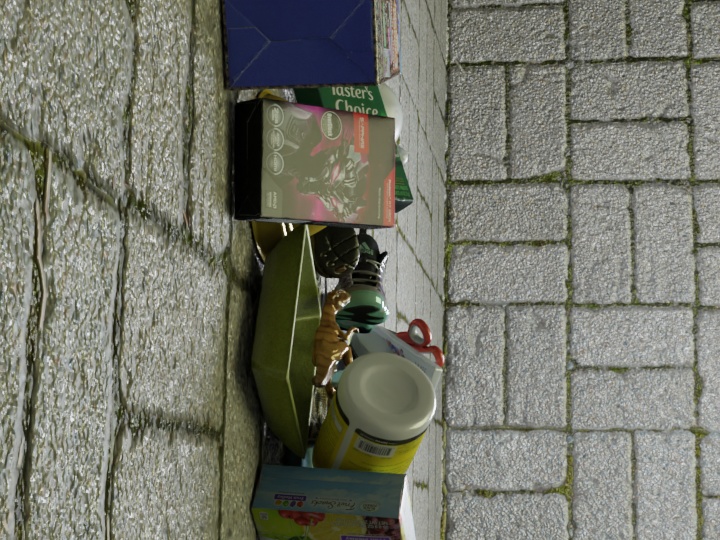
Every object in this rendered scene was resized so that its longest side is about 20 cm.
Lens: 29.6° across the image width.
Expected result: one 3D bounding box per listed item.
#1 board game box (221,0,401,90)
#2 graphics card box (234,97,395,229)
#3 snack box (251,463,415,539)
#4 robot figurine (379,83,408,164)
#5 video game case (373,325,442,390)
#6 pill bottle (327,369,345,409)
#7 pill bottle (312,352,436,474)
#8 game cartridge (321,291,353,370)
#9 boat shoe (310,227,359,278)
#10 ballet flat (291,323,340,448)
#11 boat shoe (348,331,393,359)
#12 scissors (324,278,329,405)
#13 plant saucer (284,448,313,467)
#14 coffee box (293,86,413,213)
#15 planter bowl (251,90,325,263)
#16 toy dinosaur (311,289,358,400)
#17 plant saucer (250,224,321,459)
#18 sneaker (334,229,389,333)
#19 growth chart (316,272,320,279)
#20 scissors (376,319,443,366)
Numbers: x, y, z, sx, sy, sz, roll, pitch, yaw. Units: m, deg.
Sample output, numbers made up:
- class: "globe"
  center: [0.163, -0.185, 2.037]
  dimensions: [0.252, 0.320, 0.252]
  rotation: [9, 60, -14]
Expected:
- class: "board game box"
  center: [-0.046, -0.249, 1.449]
  dimensions: [0.200, 0.158, 0.098]
  rotation: [-55, 144, -76]
- class: "graphics card box"
  center: [-0.046, -0.111, 1.461]
  dimensions: [0.199, 0.051, 0.127]
  rotation: [3, 87, -42]
- class: "snack box"
  center: [-0.023, 0.310, 1.546]
  dimensions: [0.201, 0.167, 0.068]
  rotation: [80, 17, -45]
- class: "robot figurine"
  center: [0.002, -0.208, 1.858]
  dimensions: [0.113, 0.169, 0.200]
  rotation: [-48, -176, 6]
- class: "video game case"
  center: [0.031, 0.195, 1.870]
  dimensions: [0.018, 0.143, 0.201]
  rotation: [11, 105, -39]
- class: "pill bottle"
  center: [-0.001, 0.230, 1.709]
  dimensions: [0.112, 0.111, 0.202]
  rotation: [-43, 132, -78]
- class: "pill bottle"
  center: [0.008, 0.195, 1.554]
  dimensions: [0.201, 0.112, 0.113]
  rotation: [111, -9, -45]
- class: "game cartridge"
  center: [-0.028, 0.124, 1.960]
  dimensions: [0.200, 0.041, 0.134]
  rotation: [77, 12, -55]
- class: "boat shoe"
  center: [-0.057, -0.087, 1.705]
  dimensions: [0.074, 0.075, 0.202]
  rotation: [164, -81, -66]
- class: "ballet flat"
  center: [-0.066, 0.120, 1.651]
  dimensions: [0.075, 0.067, 0.201]
  rotation: [52, 34, -38]
- class: "boat shoe"
  center: [0.032, 0.161, 1.816]
  dimensions: [0.057, 0.068, 0.200]
  rotation: [-59, -142, 27]
- class: "scissors"
  center: [-0.045, 0.104, 1.804]
  dimensions: [0.073, 0.014, 0.201]
  rotation: [74, 13, -55]
- class: "plant saucer"
  center: [-0.069, 0.277, 1.713]
  dimensions: [0.200, 0.027, 0.202]
  rotation: [-1, 90, -81]
- class: "coffee box"
  center: [-0.013, -0.171, 1.676]
  dimensions: [0.122, 0.044, 0.201]
  rotation: [2, 66, -47]
- class: "planter bowl"
  center: [-0.067, -0.107, 1.557]
  dimensions: [0.200, 0.083, 0.202]
  rotation: [0, 90, -82]
- class: "toy dinosaur"
  center: [-0.039, 0.104, 1.569]
  dimensions: [0.107, 0.060, 0.201]
  rotation: [58, 22, -29]
- class: "plant saucer"
  center: [-0.084, 0.080, 1.527]
  dimensions: [0.200, 0.047, 0.201]
  rotation: [84, 9, -56]
- class: "sneaker"
  center: [0.000, 0.000, 1.753]
  dimensions: [0.200, 0.077, 0.141]
  rotation: [138, -39, -78]
- class: "growth chart"
  center: [-0.059, -0.081, 1.822]
  dimensions: [0.145, 0.018, 0.202]
  rotation: [-66, 155, -71]
- class: "scissors"
  center: [0.056, 0.103, 1.911]
  dimensions: [0.200, 0.014, 0.074]
  rotation: [-6, -69, 63]
